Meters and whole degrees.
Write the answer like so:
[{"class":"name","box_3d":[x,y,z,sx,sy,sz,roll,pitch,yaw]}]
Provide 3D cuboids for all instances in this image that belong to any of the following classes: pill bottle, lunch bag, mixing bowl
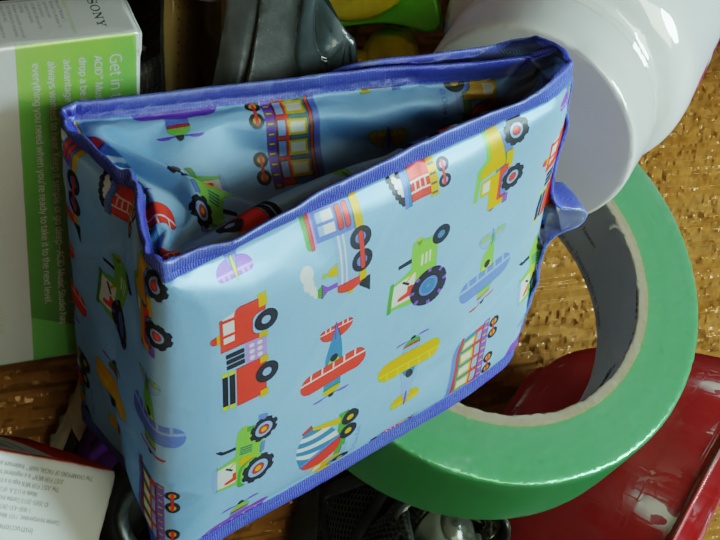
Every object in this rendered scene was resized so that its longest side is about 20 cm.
[{"class":"pill bottle","box_3d":[0.104,-0.117,0.790,0.200,0.113,0.114,-57,135,-44]},{"class":"lunch bag","box_3d":[0.000,0.000,0.661,0.199,0.094,0.151,-17,137,-22]},{"class":"mixing bowl","box_3d":[0.118,0.115,0.901,0.201,0.108,0.201,-55,162,-27]}]

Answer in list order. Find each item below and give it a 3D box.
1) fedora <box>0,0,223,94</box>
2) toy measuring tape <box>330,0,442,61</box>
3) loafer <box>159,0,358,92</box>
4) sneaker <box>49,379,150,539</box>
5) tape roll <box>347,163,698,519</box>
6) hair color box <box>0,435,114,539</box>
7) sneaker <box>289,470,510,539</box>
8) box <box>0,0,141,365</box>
[{"class":"fedora","box_3d":[-0.106,-0.158,0.675,0.176,0.090,0.201,30,94,-38]},{"class":"toy measuring tape","box_3d":[-0.013,-0.177,0.769,0.073,0.073,0.202,-15,97,-33]},{"class":"loafer","box_3d":[-0.049,-0.117,0.628,0.072,0.073,0.201,-21,123,-19]},{"class":"sneaker","box_3d":[-0.075,0.042,0.756,0.069,0.099,0.202,2,104,-40]},{"class":"tape roll","box_3d":[0.052,0.009,0.800,0.199,0.048,0.202,9,61,-16]},{"class":"hair color box","box_3d":[-0.171,0.155,0.641,0.111,0.064,0.202,19,84,-47]},{"class":"sneaker","box_3d":[0.026,0.076,0.841,0.076,0.114,0.201,2,100,-39]},{"class":"box","box_3d":[-0.177,-0.021,0.639,0.198,0.036,0.145,-8,130,-16]}]
